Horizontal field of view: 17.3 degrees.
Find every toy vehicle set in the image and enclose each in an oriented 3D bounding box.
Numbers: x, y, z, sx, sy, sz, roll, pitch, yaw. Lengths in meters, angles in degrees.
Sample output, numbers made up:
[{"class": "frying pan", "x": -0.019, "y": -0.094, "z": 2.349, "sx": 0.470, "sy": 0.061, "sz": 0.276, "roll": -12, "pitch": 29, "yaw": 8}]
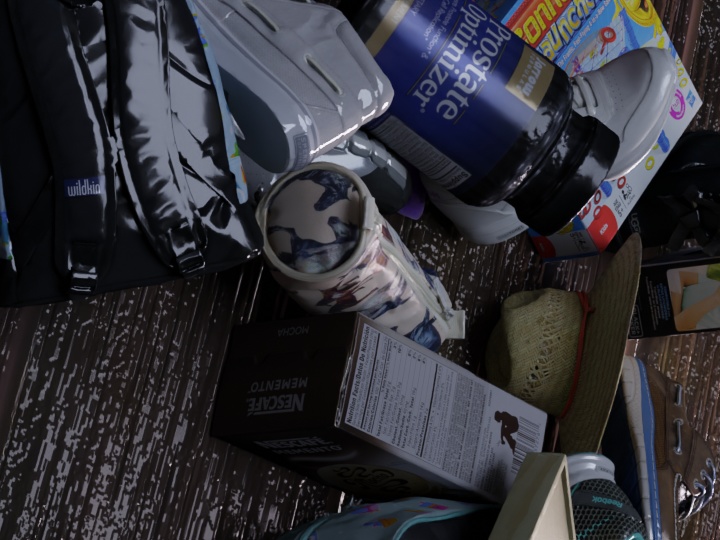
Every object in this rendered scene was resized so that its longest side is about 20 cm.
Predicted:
[{"class": "toy vehicle set", "x": 0.117, "y": 0.234, "z": 1.516, "sx": 0.124, "sy": 0.027, "sz": 0.200, "roll": -55, "pitch": 140, "yaw": -61}]

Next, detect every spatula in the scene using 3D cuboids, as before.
[{"class": "spatula", "x": 0.035, "y": -0.138, "z": 1.676, "sx": 0.057, "sy": 0.021, "sz": 0.200, "roll": 17, "pitch": 69, "yaw": -61}]

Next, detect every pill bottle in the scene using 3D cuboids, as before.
[{"class": "pill bottle", "x": 0.069, "y": -0.113, "z": 1.565, "sx": 0.200, "sy": 0.112, "sz": 0.112, "roll": 35, "pitch": 57, "yaw": -11}]

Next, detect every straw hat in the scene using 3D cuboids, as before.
[{"class": "straw hat", "x": 0.136, "y": 0.057, "z": 1.710, "sx": 0.085, "sy": 0.201, "sz": 0.201, "roll": 14, "pitch": 69, "yaw": -2}]

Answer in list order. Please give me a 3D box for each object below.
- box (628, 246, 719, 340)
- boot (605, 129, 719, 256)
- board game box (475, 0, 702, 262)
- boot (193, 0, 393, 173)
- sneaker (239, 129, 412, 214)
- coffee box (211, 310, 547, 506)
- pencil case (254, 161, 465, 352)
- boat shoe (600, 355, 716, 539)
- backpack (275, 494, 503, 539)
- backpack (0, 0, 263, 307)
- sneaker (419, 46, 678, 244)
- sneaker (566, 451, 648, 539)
[{"class": "box", "x": 0.314, "y": 0.009, "z": 1.835, "sx": 0.117, "sy": 0.200, "sz": 0.060, "roll": -13, "pitch": 95, "yaw": -47}, {"class": "boot", "x": 0.294, "y": -0.064, "z": 1.849, "sx": 0.198, "sy": 0.162, "sz": 0.073, "roll": -29, "pitch": 108, "yaw": -46}, {"class": "board game box", "x": 0.160, "y": -0.145, "z": 1.792, "sx": 0.200, "sy": 0.056, "sz": 0.196, "roll": -53, "pitch": 123, "yaw": -38}, {"class": "boot", "x": -0.071, "y": -0.144, "z": 1.452, "sx": 0.096, "sy": 0.074, "sz": 0.200, "roll": -30, "pitch": 65, "yaw": -32}, {"class": "sneaker", "x": -0.060, "y": -0.052, "z": 1.532, "sx": 0.200, "sy": 0.075, "sz": 0.116, "roll": 29, "pitch": 68, "yaw": -31}, {"class": "coffee box", "x": 0.015, "y": 0.100, "z": 1.554, "sx": 0.200, "sy": 0.113, "sz": 0.080, "roll": 28, "pitch": 65, "yaw": -42}, {"class": "pencil case", "x": 0.000, "y": 0.000, "z": 1.518, "sx": 0.200, "sy": 0.089, "sz": 0.078, "roll": 49, "pitch": 33, "yaw": -62}, {"class": "boat shoe", "x": 0.214, "y": 0.140, "z": 1.678, "sx": 0.072, "sy": 0.072, "sz": 0.200, "roll": 12, "pitch": 46, "yaw": -13}, {"class": "backpack", "x": 0.013, "y": 0.231, "z": 1.492, "sx": 0.200, "sy": 0.153, "sz": 0.176, "roll": 5, "pitch": 86, "yaw": -70}, {"class": "backpack", "x": -0.155, "y": -0.097, "z": 1.370, "sx": 0.163, "sy": 0.154, "sz": 0.200, "roll": -14, "pitch": 108, "yaw": -8}, {"class": "sneaker", "x": 0.132, "y": -0.095, "z": 1.654, "sx": 0.100, "sy": 0.200, "sz": 0.075, "roll": 39, "pitch": 22, "yaw": -43}, {"class": "sneaker", "x": 0.122, "y": 0.223, "z": 1.618, "sx": 0.078, "sy": 0.091, "sz": 0.200, "roll": 20, "pitch": 110, "yaw": -41}]
